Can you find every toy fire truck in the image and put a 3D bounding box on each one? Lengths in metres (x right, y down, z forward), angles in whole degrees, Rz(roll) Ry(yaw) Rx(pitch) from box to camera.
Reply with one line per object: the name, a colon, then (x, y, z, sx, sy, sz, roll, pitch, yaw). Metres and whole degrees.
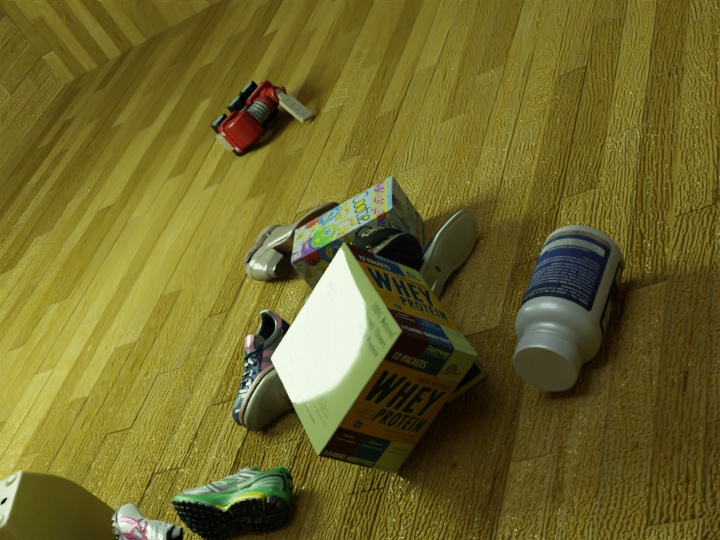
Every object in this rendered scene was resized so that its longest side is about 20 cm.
toy fire truck: (-0.217, -0.349, 2.569, 0.177, 0.129, 0.199, -52, 22, -25)

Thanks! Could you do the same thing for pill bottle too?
pill bottle: (0.258, 0.049, 1.425, 0.110, 0.112, 0.201, -12, 37, 39)

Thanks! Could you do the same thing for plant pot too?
plant pot: (-0.487, 0.414, 1.659, 0.192, 0.201, 0.197, -29, 30, 15)

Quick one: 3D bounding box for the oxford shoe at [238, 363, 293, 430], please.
oxford shoe: (-0.101, 0.174, 1.704, 0.200, 0.070, 0.075, -46, 42, 2)

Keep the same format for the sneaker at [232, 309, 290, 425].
sneaker: (-0.167, 0.151, 1.797, 0.069, 0.082, 0.202, -15, 36, 34)

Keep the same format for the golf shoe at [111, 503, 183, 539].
golf shoe: (-0.290, 0.391, 1.608, 0.092, 0.073, 0.200, -36, 38, -10)

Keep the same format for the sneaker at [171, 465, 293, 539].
sneaker: (-0.176, 0.322, 1.583, 0.197, 0.079, 0.086, -10, 31, 27)

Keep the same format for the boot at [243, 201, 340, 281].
boot: (-0.134, -0.061, 2.085, 0.200, 0.071, 0.146, -44, 27, -12)

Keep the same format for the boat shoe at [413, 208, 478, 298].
boat shoe: (0.111, -0.018, 1.735, 0.067, 0.072, 0.201, 6, 54, 51)

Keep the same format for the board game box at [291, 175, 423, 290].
board game box: (-0.004, -0.050, 1.879, 0.198, 0.103, 0.106, -27, 30, 19)

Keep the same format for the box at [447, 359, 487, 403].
box: (0.104, 0.097, 1.583, 0.070, 0.065, 0.200, -36, 29, 4)

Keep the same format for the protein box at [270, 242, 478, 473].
protein box: (0.013, 0.114, 1.474, 0.201, 0.134, 0.199, -57, 38, 19)

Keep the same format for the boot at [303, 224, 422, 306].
boot: (0.000, 0.000, 1.734, 0.199, 0.074, 0.151, -38, 12, 4)
